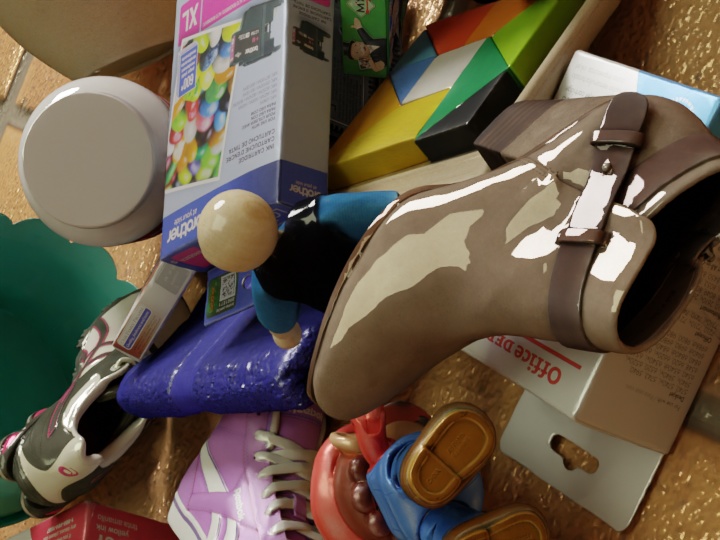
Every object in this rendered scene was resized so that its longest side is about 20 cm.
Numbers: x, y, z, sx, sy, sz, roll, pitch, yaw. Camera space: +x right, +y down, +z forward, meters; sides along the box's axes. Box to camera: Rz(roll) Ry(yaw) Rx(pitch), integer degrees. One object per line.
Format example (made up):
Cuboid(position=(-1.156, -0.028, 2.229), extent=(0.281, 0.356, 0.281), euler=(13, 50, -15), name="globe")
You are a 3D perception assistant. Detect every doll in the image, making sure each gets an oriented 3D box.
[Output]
Cuboid(position=(0.000, 0.000, 0.887), extent=(0.136, 0.199, 0.049), euler=(-38, 54, 36), name="doll")

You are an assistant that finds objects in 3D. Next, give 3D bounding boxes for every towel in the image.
Cuboid(position=(-0.048, 0.036, 1.040), extent=(0.148, 0.050, 0.199), euler=(-50, 22, -28), name="towel")

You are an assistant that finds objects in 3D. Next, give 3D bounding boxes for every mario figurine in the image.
Cuboid(position=(0.041, 0.095, 0.869), extent=(0.200, 0.105, 0.125), euler=(174, 102, -75), name="mario figurine")

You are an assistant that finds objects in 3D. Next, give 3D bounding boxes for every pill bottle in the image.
Cuboid(position=(-0.170, -0.073, 1.183), extent=(0.200, 0.111, 0.113), euler=(-90, 23, -88), name="pill bottle")

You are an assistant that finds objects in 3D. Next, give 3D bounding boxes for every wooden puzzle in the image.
Cuboid(position=(0.051, -0.097, 0.951), extent=(0.199, 0.037, 0.186), euler=(-20, 28, 52), name="wooden puzzle")

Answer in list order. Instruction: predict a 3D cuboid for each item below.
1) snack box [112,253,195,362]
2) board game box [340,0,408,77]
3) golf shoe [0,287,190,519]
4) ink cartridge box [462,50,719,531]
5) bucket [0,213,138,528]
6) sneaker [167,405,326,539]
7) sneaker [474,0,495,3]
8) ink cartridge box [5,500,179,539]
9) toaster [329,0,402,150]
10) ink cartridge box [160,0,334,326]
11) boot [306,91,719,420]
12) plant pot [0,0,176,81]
Cuboid(position=(-0.120, -0.007, 1.149), extent=(0.072, 0.024, 0.200), euler=(-58, 7, 16), name="snack box")
Cuboid(position=(0.019, -0.228, 1.024), extent=(0.201, 0.029, 0.136), euler=(-75, -14, -46), name="board game box")
Cuboid(position=(-0.154, 0.079, 1.141), extent=(0.088, 0.077, 0.201), euler=(-25, 23, 43), name="golf shoe")
Cuboid(position=(0.116, 0.008, 0.839), extent=(0.116, 0.067, 0.202), euler=(30, 97, 56), name="ink cartridge box")
Cuboid(position=(-0.258, 0.075, 1.225), extent=(0.135, 0.205, 0.209), euler=(-40, 42, 52), name="bucket")
Cuboid(position=(-0.047, 0.132, 1.004), extent=(0.115, 0.072, 0.200), euler=(-62, 33, 4), name="sneaker")
Cuboid(position=(0.085, -0.261, 0.999), extent=(0.202, 0.107, 0.067), euler=(-58, 34, 16), name="sneaker")
Cuboid(position=(-0.188, 0.268, 1.117), extent=(0.145, 0.083, 0.202), euler=(-28, 50, 44), name="ink cartridge box")
Cuboid(position=(-0.048, -0.107, 1.104), extent=(0.129, 0.113, 0.202), euler=(-31, 51, 48), name="toaster")
Cuboid(position=(-0.065, -0.080, 0.983), extent=(0.119, 0.042, 0.203), euler=(-21, 63, 48), name="ink cartridge box")
Cuboid(position=(0.073, 0.004, 0.757), extent=(0.201, 0.070, 0.146), euler=(-55, 37, -2), name="boot")
Cuboid(position=(-0.200, -0.223, 1.345), extent=(0.199, 0.199, 0.136), euler=(-21, 91, 48), name="plant pot")
